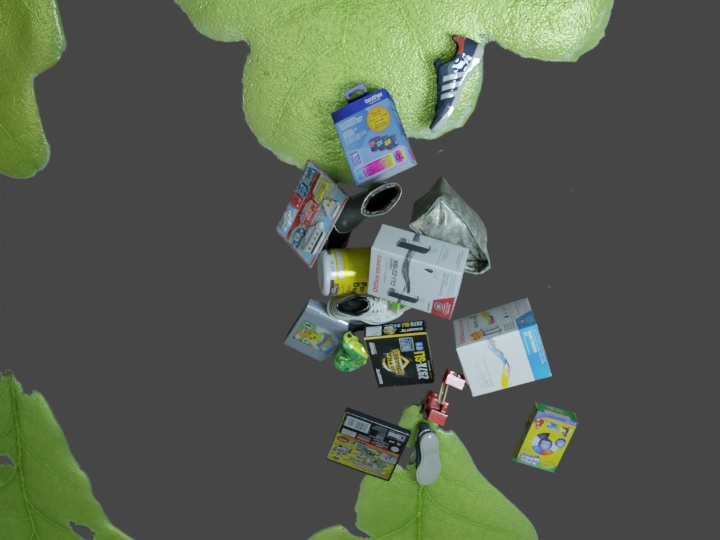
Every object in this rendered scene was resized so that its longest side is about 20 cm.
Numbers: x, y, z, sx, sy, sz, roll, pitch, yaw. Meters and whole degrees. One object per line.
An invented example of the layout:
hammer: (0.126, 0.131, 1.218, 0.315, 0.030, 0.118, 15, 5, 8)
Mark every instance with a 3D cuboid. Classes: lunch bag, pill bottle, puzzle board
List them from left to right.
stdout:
puzzle board: (-0.119, -0.133, 1.395, 0.151, 0.017, 0.202, 45, 118, 29)
pill bottle: (0.000, 0.000, 1.420, 0.195, 0.110, 0.112, -3, 115, -12)
lunch bag: (0.212, -0.088, 1.340, 0.200, 0.165, 0.117, 43, 113, -11)

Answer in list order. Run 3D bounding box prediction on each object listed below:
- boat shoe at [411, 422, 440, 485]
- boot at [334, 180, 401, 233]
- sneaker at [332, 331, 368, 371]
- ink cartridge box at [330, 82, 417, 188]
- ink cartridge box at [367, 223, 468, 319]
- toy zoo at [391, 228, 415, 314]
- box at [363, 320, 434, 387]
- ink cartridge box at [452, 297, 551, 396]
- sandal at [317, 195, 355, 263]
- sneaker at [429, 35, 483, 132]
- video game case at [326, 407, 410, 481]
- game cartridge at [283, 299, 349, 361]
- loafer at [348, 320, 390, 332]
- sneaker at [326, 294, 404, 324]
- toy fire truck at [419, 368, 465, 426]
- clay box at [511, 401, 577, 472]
boat shoe: (0.180, 0.512, 1.657, 0.073, 0.062, 0.204, -11, 121, -6)
boot: (0.011, -0.135, 1.311, 0.181, 0.200, 0.073, -42, 105, 8)
sneaker: (-0.027, 0.216, 1.491, 0.083, 0.201, 0.074, -34, 68, -11)
ink cartridge box: (0.023, -0.301, 1.298, 0.134, 0.076, 0.204, -22, 85, 15)
ink cartridge box: (0.119, 0.002, 1.279, 0.196, 0.084, 0.146, 17, 137, 12)
toy zoo: (0.128, -0.008, 1.412, 0.020, 0.130, 0.204, 22, 119, 39)
box: (0.102, 0.215, 1.516, 0.156, 0.050, 0.202, -7, 132, 8)
ink cartridge box: (0.340, 0.186, 1.452, 0.196, 0.148, 0.147, -18, 110, 14)
sandal: (-0.054, -0.088, 1.438, 0.074, 0.045, 0.202, 27, 114, -7)
sneaker: (0.180, -0.399, 1.264, 0.083, 0.075, 0.203, 25, 104, -6)
video game case: (0.021, 0.497, 1.692, 0.196, 0.026, 0.184, 20, 114, -3)
game cartridge: (-0.108, 0.158, 1.514, 0.131, 0.041, 0.201, 23, 137, -12)
loafer: (-0.017, 0.120, 1.526, 0.195, 0.064, 0.072, 3, 145, 10)
sneaker: (0.027, 0.093, 1.406, 0.196, 0.115, 0.078, -1, 88, -16)
toy fire truck: (0.206, 0.319, 1.521, 0.048, 0.200, 0.144, 21, 87, -1)
clay box: (0.493, 0.462, 1.606, 0.112, 0.048, 0.204, 15, 113, 1)
